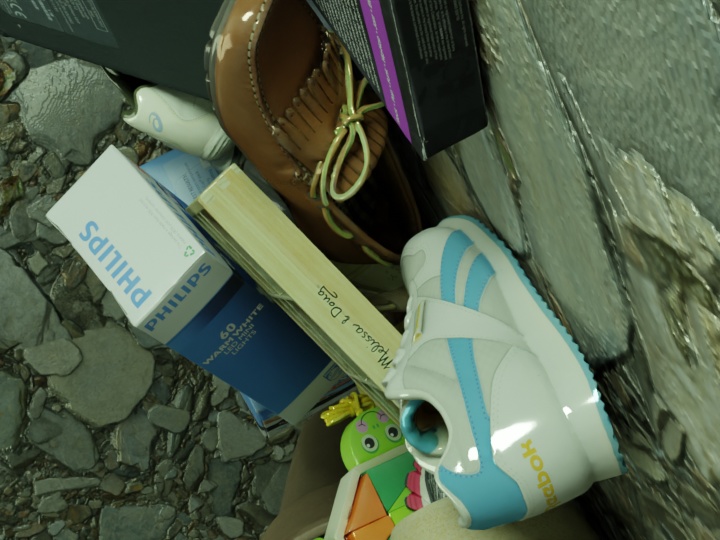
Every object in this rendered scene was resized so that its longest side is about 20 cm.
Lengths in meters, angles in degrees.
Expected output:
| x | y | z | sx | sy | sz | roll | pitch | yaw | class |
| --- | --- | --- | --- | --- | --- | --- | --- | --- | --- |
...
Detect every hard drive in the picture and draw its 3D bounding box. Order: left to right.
| x | y | z | sx | sy | sz | roll | pitch | yaw | class |
| --- | --- | --- | --- | --- | --- | --- | --- | --- | --- |
| -0.131 | -0.150 | 0.765 | 0.198 | 0.033 | 0.140 | 20 | 156 | 21 | hard drive |

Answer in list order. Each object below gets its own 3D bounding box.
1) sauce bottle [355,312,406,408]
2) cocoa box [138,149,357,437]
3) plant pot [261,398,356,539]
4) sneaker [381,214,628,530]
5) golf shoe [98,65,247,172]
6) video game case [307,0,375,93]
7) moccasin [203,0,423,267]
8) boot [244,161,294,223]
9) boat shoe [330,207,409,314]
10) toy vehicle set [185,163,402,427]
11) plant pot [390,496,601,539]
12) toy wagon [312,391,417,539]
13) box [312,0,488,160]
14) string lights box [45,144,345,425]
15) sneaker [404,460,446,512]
| x | y | z | sx | sy | sz | roll | pitch | yaw | class |
| --- | --- | --- | --- | --- | --- | --- | --- | --- | --- |
| 0.038 | 0.095 | 0.997 | 0.201 | 0.066 | 0.066 | 69 | 171 | -27 | sauce bottle |
| -0.061 | -0.002 | 1.085 | 0.201 | 0.132 | 0.131 | 62 | 172 | 11 | cocoa box |
| 0.010 | 0.205 | 1.248 | 0.175 | 0.198 | 0.201 | -96 | -12 | -50 | plant pot |
| 0.046 | 0.039 | 0.671 | 0.077 | 0.080 | 0.200 | 65 | 177 | -28 | sneaker |
| -0.118 | -0.148 | 0.887 | 0.079 | 0.096 | 0.201 | -56 | 41 | 31 | golf shoe |
| -0.045 | -0.158 | 0.799 | 0.201 | 0.019 | 0.143 | 61 | 165 | 25 | video game case |
| -0.015 | -0.063 | 0.703 | 0.077 | 0.074 | 0.202 | 15 | 150 | 27 | moccasin |
| -0.076 | -0.120 | 0.976 | 0.201 | 0.069 | 0.132 | 54 | 164 | 15 | boot |
| 0.000 | 0.000 | 0.897 | 0.065 | 0.072 | 0.200 | 44 | 167 | -9 | boat shoe |
| -0.012 | 0.027 | 0.786 | 0.200 | 0.027 | 0.124 | 46 | 173 | -6 | toy vehicle set |
| 0.086 | 0.214 | 0.737 | 0.188 | 0.185 | 0.202 | 79 | 175 | -67 | plant pot |
| 0.039 | 0.161 | 0.899 | 0.201 | 0.154 | 0.040 | 62 | 146 | 13 | toy wagon |
| -0.016 | -0.159 | 0.589 | 0.201 | 0.036 | 0.143 | 57 | 171 | 36 | box |
| -0.091 | 0.015 | 0.887 | 0.103 | 0.059 | 0.200 | 46 | -178 | 31 | string lights box |
| 0.098 | 0.182 | 0.847 | 0.201 | 0.080 | 0.075 | 56 | 146 | 9 | sneaker |
